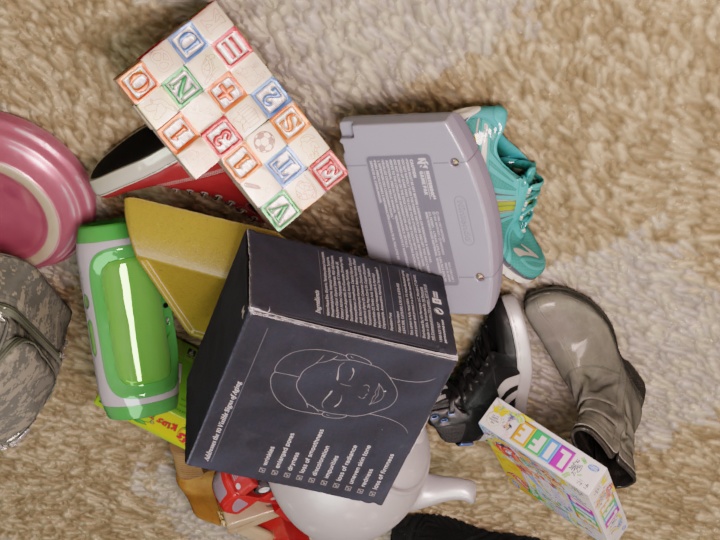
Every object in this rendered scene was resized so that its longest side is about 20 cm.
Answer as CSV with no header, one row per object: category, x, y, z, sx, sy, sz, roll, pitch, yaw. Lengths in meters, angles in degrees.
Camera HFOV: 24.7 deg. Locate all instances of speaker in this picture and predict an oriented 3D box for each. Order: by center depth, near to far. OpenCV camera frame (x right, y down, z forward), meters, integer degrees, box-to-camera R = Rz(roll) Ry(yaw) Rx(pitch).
speaker,-0.239,0.048,1.688,0.088,0.088,0.201,-5,98,19

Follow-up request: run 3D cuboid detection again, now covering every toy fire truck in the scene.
toy fire truck,-0.101,0.257,1.792,0.141,0.049,0.200,-39,145,28

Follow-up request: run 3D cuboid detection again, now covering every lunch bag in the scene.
lunch bag,-0.397,0.086,1.724,0.139,0.168,0.200,9,160,9

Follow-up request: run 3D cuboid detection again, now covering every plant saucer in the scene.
plant saucer,-0.130,0.023,1.617,0.200,0.049,0.200,14,151,31
plant saucer,-0.374,-0.072,1.695,0.200,0.051,0.201,8,132,9

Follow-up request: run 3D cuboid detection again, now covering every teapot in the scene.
teapot,0.002,0.183,1.714,0.146,0.200,0.198,-25,83,36

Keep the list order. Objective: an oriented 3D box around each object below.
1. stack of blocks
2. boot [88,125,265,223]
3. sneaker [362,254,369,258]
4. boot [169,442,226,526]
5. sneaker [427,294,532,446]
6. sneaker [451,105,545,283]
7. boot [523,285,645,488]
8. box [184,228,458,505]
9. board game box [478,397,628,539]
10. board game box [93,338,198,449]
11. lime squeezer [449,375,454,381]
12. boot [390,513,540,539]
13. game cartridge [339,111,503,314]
stack of blocks,-0.118,-0.131,1.502,0.115,0.059,0.200,-40,103,-5
boot,-0.157,-0.083,1.617,0.200,0.072,0.144,-19,125,24
sneaker,0.000,0.000,1.650,0.199,0.079,0.130,28,118,11
boot,-0.117,0.244,1.908,0.201,0.071,0.144,1,137,18
sneaker,0.115,0.114,1.697,0.112,0.073,0.200,-9,133,-6
sneaker,0.137,-0.069,1.551,0.079,0.078,0.200,-17,125,17
boot,0.229,0.118,1.652,0.068,0.131,0.200,-24,122,30
box,-0.041,0.092,1.512,0.196,0.124,0.200,13,126,-17
board game box,0.200,0.210,1.681,0.134,0.034,0.200,32,167,26
board game box,-0.181,0.142,1.801,0.200,0.102,0.048,28,133,-11
lime squeezer,0.033,0.088,1.751,0.200,0.038,0.071,16,164,-1
boot,0.122,0.379,1.950,0.200,0.077,0.168,10,129,-2
game cartridge,0.062,-0.052,1.521,0.133,0.040,0.200,3,120,31
